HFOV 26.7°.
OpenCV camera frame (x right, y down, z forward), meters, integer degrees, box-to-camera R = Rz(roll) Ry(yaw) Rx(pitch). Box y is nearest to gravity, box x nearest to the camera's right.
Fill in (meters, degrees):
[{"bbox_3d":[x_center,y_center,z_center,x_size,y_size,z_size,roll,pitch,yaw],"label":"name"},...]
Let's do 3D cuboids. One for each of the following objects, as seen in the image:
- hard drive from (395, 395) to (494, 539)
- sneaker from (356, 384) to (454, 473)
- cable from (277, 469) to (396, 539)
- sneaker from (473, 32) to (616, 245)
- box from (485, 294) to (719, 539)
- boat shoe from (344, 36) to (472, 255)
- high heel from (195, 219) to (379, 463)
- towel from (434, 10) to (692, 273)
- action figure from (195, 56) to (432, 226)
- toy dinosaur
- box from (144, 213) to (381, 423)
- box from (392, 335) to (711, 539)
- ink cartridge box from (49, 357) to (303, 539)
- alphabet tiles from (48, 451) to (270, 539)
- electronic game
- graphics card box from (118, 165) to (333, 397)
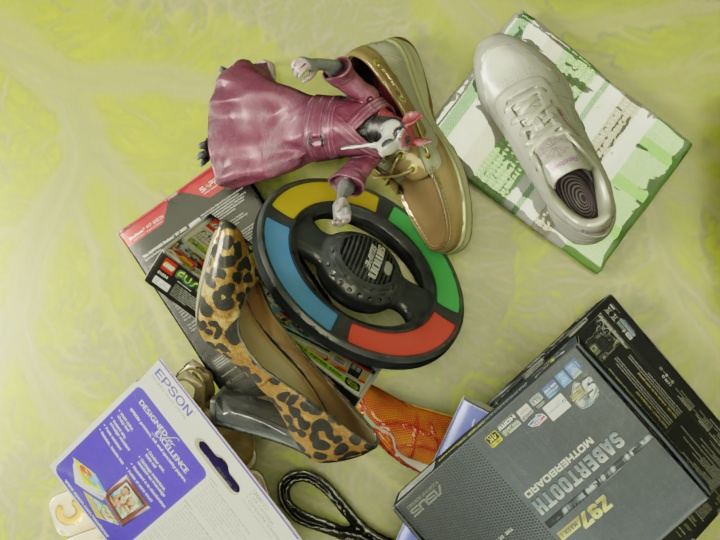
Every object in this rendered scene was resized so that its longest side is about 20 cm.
[{"bbox_3d":[0.101,0.221,1.236,0.131,0.025,0.201,25,98,5],"label":"hard drive"},{"bbox_3d":[0.069,0.147,1.324,0.199,0.073,0.077,34,86,-7],"label":"sneaker"},{"bbox_3d":[0.011,0.246,1.326,0.097,0.050,0.201,-37,88,0],"label":"cable"},{"bbox_3d":[0.163,-0.117,1.286,0.074,0.100,0.201,-31,88,4],"label":"sneaker"},{"bbox_3d":[0.221,0.146,1.291,0.160,0.044,0.200,-40,87,-27],"label":"box"},{"bbox_3d":[0.035,-0.105,1.321,0.066,0.074,0.202,-12,76,-39],"label":"boat shoe"},{"bbox_3d":[-0.050,0.056,1.154,0.141,0.072,0.202,13,127,19],"label":"high heel"},{"bbox_3d":[0.174,-0.114,1.350,0.199,0.031,0.150,38,92,1],"label":"towel"},{"bbox_3d":[-0.032,-0.113,1.281,0.198,0.149,0.135,4,99,17],"label":"action figure"},{"bbox_3d":[-0.124,0.126,1.305,0.200,0.058,0.101,-37,96,31],"label":"toy dinosaur"},{"bbox_3d":[-0.073,0.038,1.259,0.199,0.110,0.035,36,114,2],"label":"box"},{"bbox_3d":[0.148,0.176,1.187,0.200,0.051,0.158,-41,90,10],"label":"box"},{"bbox_3d":[-0.147,0.190,1.273,0.199,0.043,0.200,52,130,4],"label":"ink cartridge box"},{"bbox_3d":[-0.173,0.227,1.355,0.194,0.015,0.202,-20,87,2],"label":"alphabet tiles"},{"bbox_3d":[0.000,0.000,1.283,0.200,0.200,0.042,39,129,3],"label":"electronic game"},{"bbox_3d":[-0.108,0.015,1.342,0.125,0.051,0.201,-35,86,0],"label":"graphics card box"}]
